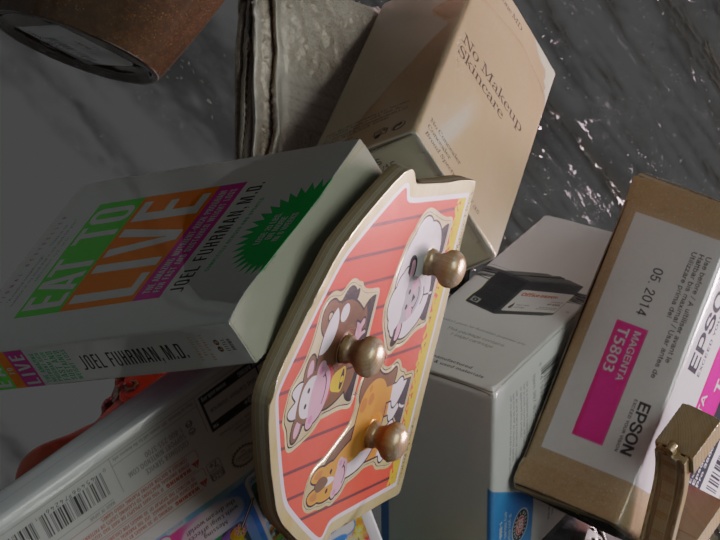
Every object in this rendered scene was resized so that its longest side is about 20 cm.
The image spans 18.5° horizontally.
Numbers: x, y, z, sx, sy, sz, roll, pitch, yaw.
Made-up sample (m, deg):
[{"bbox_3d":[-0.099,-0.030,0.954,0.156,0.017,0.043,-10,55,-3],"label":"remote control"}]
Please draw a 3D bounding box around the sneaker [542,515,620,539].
[{"bbox_3d":[0.133,0.198,1.415,0.200,0.081,0.078,-37,112,-45],"label":"sneaker"}]

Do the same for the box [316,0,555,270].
[{"bbox_3d":[0.043,-0.084,1.270,0.095,0.077,0.201,54,32,-24],"label":"box"}]

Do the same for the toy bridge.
[{"bbox_3d":[0.187,0.158,1.295,0.067,0.027,0.201,-50,148,-25],"label":"toy bridge"}]

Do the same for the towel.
[{"bbox_3d":[-0.001,-0.098,1.343,0.199,0.034,0.134,9,78,-48],"label":"towel"}]

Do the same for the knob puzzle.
[{"bbox_3d":[0.005,0.048,1.075,0.220,0.030,0.221,-50,151,-42],"label":"knob puzzle"}]

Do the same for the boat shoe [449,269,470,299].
[{"bbox_3d":[0.000,0.000,1.307,0.199,0.071,0.068,12,73,-55],"label":"boat shoe"}]

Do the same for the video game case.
[{"bbox_3d":[-0.089,0.139,1.121,0.199,0.024,0.183,-35,129,-20],"label":"video game case"}]

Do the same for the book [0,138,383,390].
[{"bbox_3d":[-0.094,0.003,1.091,0.048,0.199,0.134,58,46,-25],"label":"book"}]

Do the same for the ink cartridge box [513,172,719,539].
[{"bbox_3d":[0.185,0.064,1.337,0.165,0.075,0.201,30,81,-61],"label":"ink cartridge box"}]

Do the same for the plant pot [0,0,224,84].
[{"bbox_3d":[-0.113,-0.206,1.141,0.186,0.186,0.201,27,79,-44],"label":"plant pot"}]

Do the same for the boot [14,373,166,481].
[{"bbox_3d":[-0.113,0.071,1.172,0.199,0.075,0.108,-17,77,-43],"label":"boot"}]

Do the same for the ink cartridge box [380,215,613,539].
[{"bbox_3d":[0.098,0.077,1.358,0.200,0.083,0.146,-38,135,-45],"label":"ink cartridge box"}]
